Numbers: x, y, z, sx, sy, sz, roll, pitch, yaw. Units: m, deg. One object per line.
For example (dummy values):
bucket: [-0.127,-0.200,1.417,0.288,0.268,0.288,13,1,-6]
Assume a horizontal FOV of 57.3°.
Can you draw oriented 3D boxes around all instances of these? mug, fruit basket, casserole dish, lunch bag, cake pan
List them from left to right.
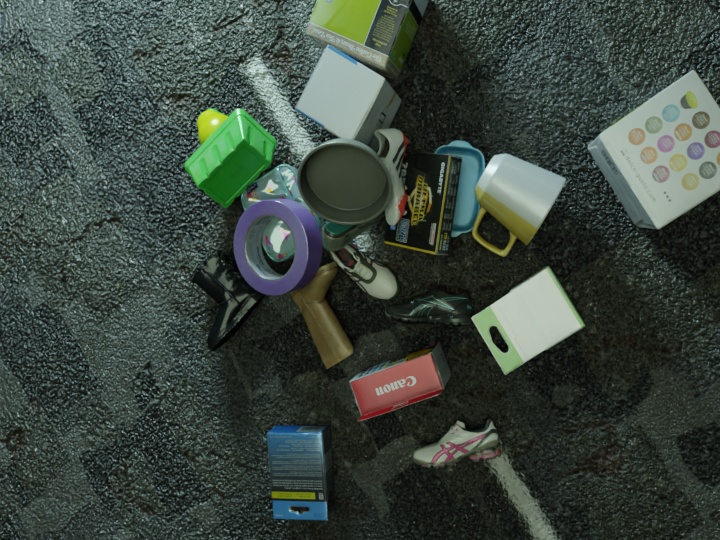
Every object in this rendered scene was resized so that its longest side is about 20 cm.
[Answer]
fruit basket: [-0.309,-0.281,1.529,0.212,0.155,0.220,-27,45,29]
lunch bag: [-0.175,-0.136,1.514,0.158,0.077,0.204,-29,86,15]
cake pan: [-0.031,-0.182,1.335,0.193,0.037,0.204,5,134,5]
casserole dish: [0.207,-0.176,1.430,0.117,0.039,0.207,8,95,14]
mug: [0.306,-0.143,1.339,0.151,0.150,0.189,32,81,8]

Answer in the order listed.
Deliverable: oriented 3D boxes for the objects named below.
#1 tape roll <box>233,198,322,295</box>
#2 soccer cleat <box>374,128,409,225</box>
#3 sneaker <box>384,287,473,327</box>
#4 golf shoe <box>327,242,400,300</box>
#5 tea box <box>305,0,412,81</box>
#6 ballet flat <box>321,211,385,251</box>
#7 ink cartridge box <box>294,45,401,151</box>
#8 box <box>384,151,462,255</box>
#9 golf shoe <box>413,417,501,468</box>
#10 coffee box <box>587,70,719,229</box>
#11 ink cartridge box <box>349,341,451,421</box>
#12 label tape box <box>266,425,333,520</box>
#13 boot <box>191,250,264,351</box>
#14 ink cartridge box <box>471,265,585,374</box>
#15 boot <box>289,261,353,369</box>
tape roll: [-0.181,-0.052,1.437,0.195,0.065,0.207,4,99,27]
soccer cleat: [0.058,-0.199,1.389,0.068,0.083,0.207,-1,84,55]
sneaker: [0.151,0.081,1.455,0.193,0.075,0.082,2,82,8]
golf shoe: [0.000,0.000,1.473,0.198,0.088,0.078,37,100,8]
tea box: [0.018,-0.547,1.406,0.196,0.133,0.201,27,99,12]
ballet flat: [-0.010,-0.104,1.451,0.067,0.198,0.065,39,143,27]
ink cartridge box: [-0.019,-0.352,1.395,0.145,0.200,0.147,32,99,10]
box: [0.131,-0.147,1.409,0.158,0.048,0.207,16,100,48]
golf shoe: [0.209,0.380,1.455,0.194,0.073,0.095,-12,85,5]
coffee box: [0.574,-0.218,1.245,0.195,0.200,0.203,-33,86,14]
ink cartridge box: [0.084,0.238,1.420,0.195,0.175,0.086,-22,89,14]
label tape box: [-0.140,0.475,1.554,0.140,0.063,0.207,-3,93,15]
boot: [-0.340,0.067,1.576,0.162,0.073,0.199,43,96,6]
ink cartridge box: [0.356,0.106,1.404,0.198,0.048,0.148,-34,85,15]
boot: [-0.067,0.101,1.493,0.174,0.065,0.204,-35,81,47]
